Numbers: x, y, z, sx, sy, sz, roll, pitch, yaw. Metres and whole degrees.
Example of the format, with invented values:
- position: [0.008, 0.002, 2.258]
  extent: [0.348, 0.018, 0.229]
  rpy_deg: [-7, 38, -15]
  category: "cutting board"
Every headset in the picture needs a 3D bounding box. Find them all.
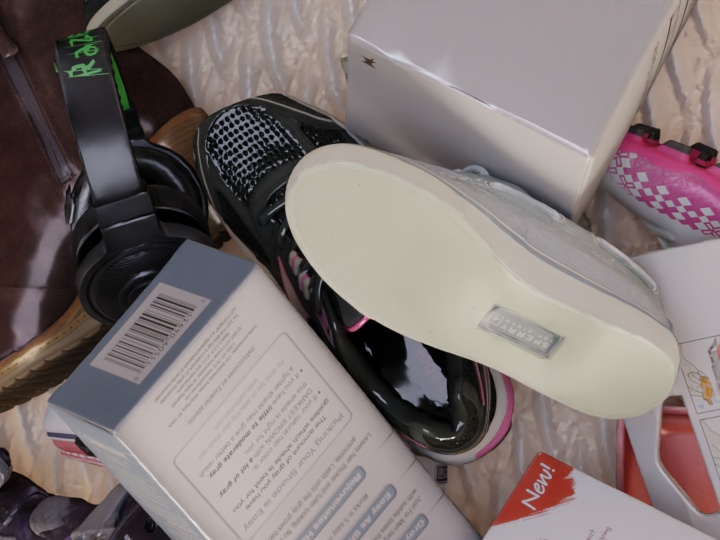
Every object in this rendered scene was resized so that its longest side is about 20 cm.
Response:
- position: [-0.113, -0.010, 1.375]
  extent: [0.094, 0.124, 0.200]
  rpy_deg: [-17, 113, 0]
  category: "headset"

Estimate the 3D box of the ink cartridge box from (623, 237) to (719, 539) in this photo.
- position: [0.207, 0.068, 1.356]
  extent: [0.176, 0.045, 0.200]
  rpy_deg: [-13, 100, 39]
  category: "ink cartridge box"

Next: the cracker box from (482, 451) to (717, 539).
- position: [0.132, 0.185, 1.340]
  extent: [0.200, 0.058, 0.134]
  rpy_deg: [25, 71, 25]
  category: "cracker box"

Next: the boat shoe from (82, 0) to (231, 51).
- position: [-0.059, -0.183, 1.430]
  extent: [0.199, 0.075, 0.066]
  rpy_deg: [-38, 73, 6]
  category: "boat shoe"

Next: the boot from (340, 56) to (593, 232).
- position: [0.008, -0.025, 1.432]
  extent: [0.200, 0.072, 0.155]
  rpy_deg: [-15, 92, 7]
  category: "boot"

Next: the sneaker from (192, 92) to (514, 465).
- position: [0.000, 0.000, 1.357]
  extent: [0.080, 0.086, 0.200]
  rpy_deg: [-42, 86, 4]
  category: "sneaker"

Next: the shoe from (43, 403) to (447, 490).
- position: [-0.062, 0.118, 1.456]
  extent: [0.200, 0.071, 0.091]
  rpy_deg: [10, 91, 6]
  category: "shoe"

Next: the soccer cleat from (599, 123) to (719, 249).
- position: [0.182, 0.001, 1.399]
  extent: [0.200, 0.070, 0.086]
  rpy_deg: [26, 99, 8]
  category: "soccer cleat"

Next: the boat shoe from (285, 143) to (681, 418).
- position: [0.053, -0.005, 1.314]
  extent: [0.201, 0.072, 0.070]
  rpy_deg: [30, 123, -21]
  category: "boat shoe"

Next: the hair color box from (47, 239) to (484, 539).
- position: [-0.038, 0.091, 1.336]
  extent: [0.099, 0.061, 0.200]
  rpy_deg: [-50, 125, -16]
  category: "hair color box"

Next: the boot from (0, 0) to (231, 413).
- position: [-0.168, -0.037, 1.476]
  extent: [0.200, 0.072, 0.166]
  rpy_deg: [-38, 79, 9]
  category: "boot"

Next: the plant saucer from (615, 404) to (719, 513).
- position: [0.220, 0.161, 1.414]
  extent: [0.199, 0.037, 0.200]
  rpy_deg: [2, 99, 11]
  category: "plant saucer"

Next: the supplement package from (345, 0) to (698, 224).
- position: [0.090, -0.138, 1.346]
  extent: [0.121, 0.120, 0.200]
  rpy_deg: [28, 74, 7]
  category: "supplement package"

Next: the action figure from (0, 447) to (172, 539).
- position: [-0.141, 0.129, 1.434]
  extent: [0.130, 0.200, 0.069]
  rpy_deg: [46, 60, -27]
  category: "action figure"
